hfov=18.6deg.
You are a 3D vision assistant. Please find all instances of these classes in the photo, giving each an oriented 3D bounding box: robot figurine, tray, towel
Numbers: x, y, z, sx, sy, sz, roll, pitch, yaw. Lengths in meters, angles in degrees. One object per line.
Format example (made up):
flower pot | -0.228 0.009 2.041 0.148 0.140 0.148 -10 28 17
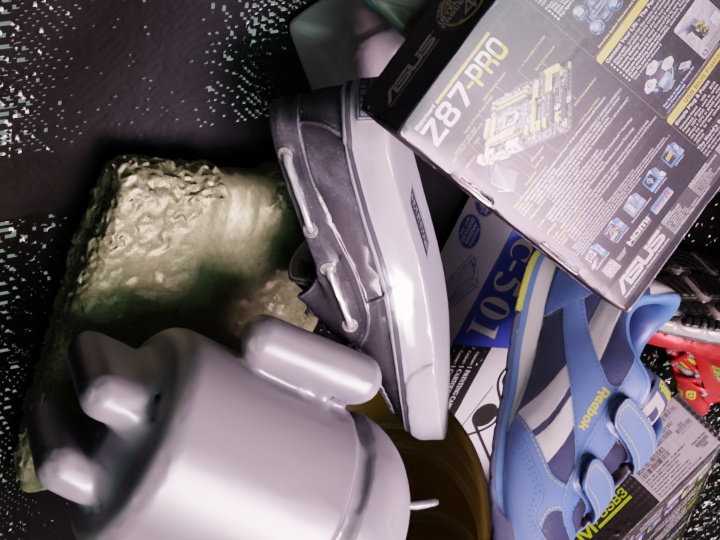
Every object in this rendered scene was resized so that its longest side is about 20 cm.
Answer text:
robot figurine | -0.058 0.101 1.043 0.199 0.113 0.170 28 106 -23
tray | 0.066 -0.127 1.076 0.199 0.022 0.108 -30 137 -9
towel | -0.090 0.029 1.091 0.147 0.037 0.201 0 126 -33

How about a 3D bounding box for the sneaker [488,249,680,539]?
sneaker | 0.109 0.081 1.088 0.081 0.202 0.074 7 157 11

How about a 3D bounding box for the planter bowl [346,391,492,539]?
planter bowl | 0.006 0.165 1.148 0.201 0.201 0.083 -47 136 9

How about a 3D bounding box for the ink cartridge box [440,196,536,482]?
ink cartridge box | 0.071 0.039 1.201 0.093 0.044 0.201 6 122 -37

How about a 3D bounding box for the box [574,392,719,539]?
box | 0.119 0.180 1.274 0.200 0.048 0.193 -42 165 -16

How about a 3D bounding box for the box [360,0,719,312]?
box | 0.119 -0.104 0.987 0.161 0.049 0.201 34 93 -33

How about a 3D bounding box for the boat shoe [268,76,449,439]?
boat shoe | 0.000 0.000 1.051 0.067 0.072 0.201 -6 128 11

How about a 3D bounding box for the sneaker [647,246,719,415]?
sneaker | 0.204 0.046 1.278 0.199 0.077 0.085 14 122 -40

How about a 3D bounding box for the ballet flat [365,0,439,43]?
ballet flat | 0.037 -0.126 0.995 0.063 0.068 0.200 -30 124 20
